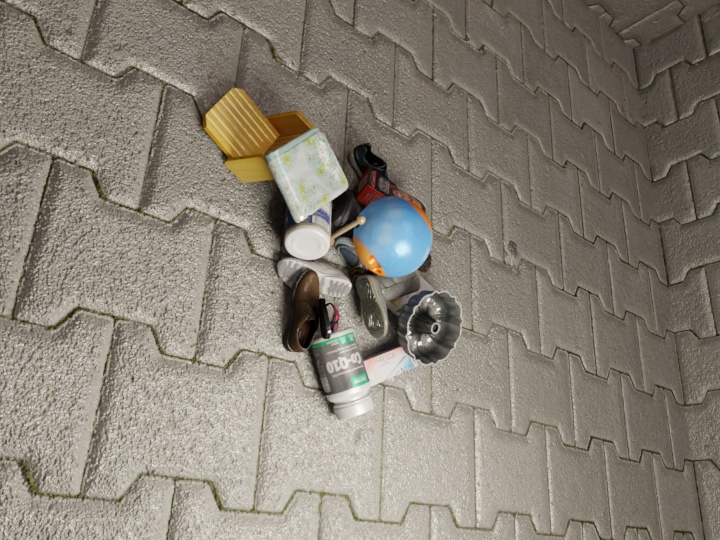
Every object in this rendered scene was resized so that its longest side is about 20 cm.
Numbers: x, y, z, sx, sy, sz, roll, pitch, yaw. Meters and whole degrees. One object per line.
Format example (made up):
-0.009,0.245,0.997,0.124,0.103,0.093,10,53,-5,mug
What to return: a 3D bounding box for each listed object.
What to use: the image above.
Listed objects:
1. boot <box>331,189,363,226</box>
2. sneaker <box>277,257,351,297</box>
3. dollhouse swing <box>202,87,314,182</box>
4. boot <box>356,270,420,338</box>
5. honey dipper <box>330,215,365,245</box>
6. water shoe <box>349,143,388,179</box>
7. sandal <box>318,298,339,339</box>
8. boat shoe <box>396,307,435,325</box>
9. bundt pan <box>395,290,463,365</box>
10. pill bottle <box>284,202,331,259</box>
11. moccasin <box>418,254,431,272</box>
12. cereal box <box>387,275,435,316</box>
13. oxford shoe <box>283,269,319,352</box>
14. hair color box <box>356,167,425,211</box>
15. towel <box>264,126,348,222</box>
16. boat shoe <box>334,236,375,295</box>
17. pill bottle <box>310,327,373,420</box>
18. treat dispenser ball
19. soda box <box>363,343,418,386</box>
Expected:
-0.013,-0.135,1.686,0.132,0.070,0.200,49,22,-16,boot
-0.121,0.011,1.596,0.199,0.075,0.082,21,25,-29,sneaker
-0.242,-0.345,1.540,0.200,0.181,0.176,-59,135,-38,dollhouse swing
0.085,0.069,1.684,0.199,0.072,0.183,-14,95,-52,boot
-0.051,-0.098,1.589,0.038,0.200,0.038,13,65,-31,honey dipper
0.047,-0.272,1.829,0.200,0.079,0.072,50,49,-17,water shoe
-0.074,0.107,1.514,0.045,0.200,0.076,1,102,-6,sandal
0.180,0.113,1.763,0.199,0.071,0.063,-21,102,-37,boat shoe
0.173,0.142,1.675,0.201,0.076,0.203,-9,106,-34,bundt pan
-0.128,-0.134,1.583,0.111,0.111,0.201,31,40,-30,pill bottle
0.124,-0.064,1.772,0.201,0.077,0.074,37,64,-32,moccasin
0.159,0.090,1.825,0.200,0.039,0.144,40,53,-25,cereal box
-0.121,0.096,1.506,0.072,0.084,0.202,13,80,-34,oxford shoe
0.088,-0.193,1.784,0.199,0.061,0.102,31,35,-19,hair color box
-0.122,-0.230,1.499,0.200,0.048,0.172,-40,110,-44,towel
0.000,0.000,1.692,0.200,0.071,0.091,41,53,-25,boat shoe
-0.042,0.247,1.534,0.113,0.113,0.201,-15,85,-44,pill bottle
0.080,-0.083,1.596,0.200,0.200,0.202,16,64,-37,treat dispenser ball
0.058,0.249,1.660,0.199,0.063,0.069,-14,84,-44,soda box
